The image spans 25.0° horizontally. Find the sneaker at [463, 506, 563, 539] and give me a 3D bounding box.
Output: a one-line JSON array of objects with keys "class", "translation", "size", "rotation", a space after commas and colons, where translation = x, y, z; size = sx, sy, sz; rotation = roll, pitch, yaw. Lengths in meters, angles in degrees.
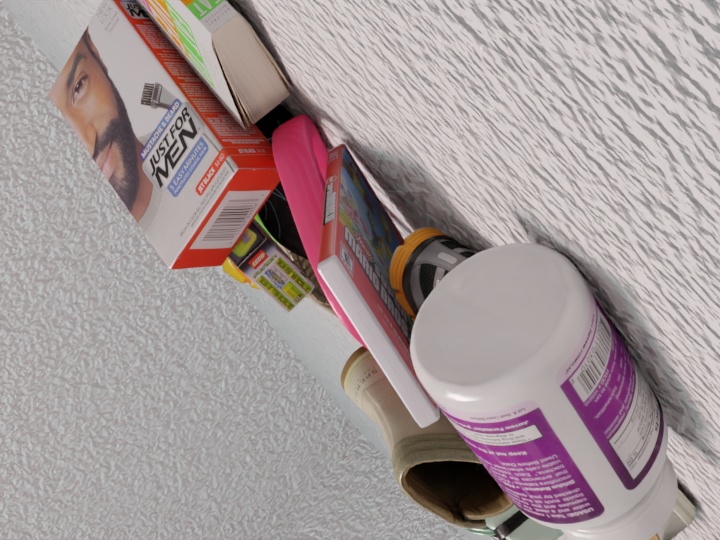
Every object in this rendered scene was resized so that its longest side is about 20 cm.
[{"class": "sneaker", "translation": [0.115, 0.168, 1.460], "size": [0.200, 0.118, 0.074], "rotation": [45, 175, 29]}]

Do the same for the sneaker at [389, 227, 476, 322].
[{"class": "sneaker", "translation": [0.097, 0.058, 1.137], "size": [0.200, 0.078, 0.077], "rotation": [49, 163, -27]}]

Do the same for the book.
[{"class": "book", "translation": [-0.142, -0.214, 1.214], "size": [0.200, 0.048, 0.134], "rotation": [48, 173, 25]}]

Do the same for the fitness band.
[{"class": "fitness band", "translation": [-0.011, -0.027, 1.240], "size": [0.144, 0.037, 0.202], "rotation": [42, -156, -62]}]

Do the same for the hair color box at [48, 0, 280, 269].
[{"class": "hair color box", "translation": [-0.156, -0.111, 1.288], "size": [0.064, 0.111, 0.201], "rotation": [-3, -132, -50]}]

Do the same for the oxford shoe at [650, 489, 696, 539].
[{"class": "oxford shoe", "translation": [0.210, 0.189, 1.249], "size": [0.075, 0.058, 0.200], "rotation": [43, 175, 8]}]

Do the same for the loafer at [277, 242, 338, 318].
[{"class": "loafer", "translation": [-0.027, 0.006, 1.598], "size": [0.068, 0.076, 0.200], "rotation": [29, 162, 50]}]

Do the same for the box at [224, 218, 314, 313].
[{"class": "box", "translation": [-0.126, -0.057, 1.380], "size": [0.200, 0.035, 0.110], "rotation": [47, 180, 30]}]

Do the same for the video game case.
[{"class": "video game case", "translation": [0.015, 0.006, 1.172], "size": [0.144, 0.017, 0.201], "rotation": [57, -165, -22]}]

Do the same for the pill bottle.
[{"class": "pill bottle", "translation": [0.119, 0.085, 0.977], "size": [0.112, 0.112, 0.200], "rotation": [39, 169, 49]}]

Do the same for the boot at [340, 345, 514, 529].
[{"class": "boot", "translation": [0.091, 0.134, 1.237], "size": [0.198, 0.073, 0.155], "rotation": [17, -158, -27]}]

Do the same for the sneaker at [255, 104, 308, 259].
[{"class": "sneaker", "translation": [-0.065, -0.080, 1.346], "size": [0.200, 0.075, 0.079], "rotation": [48, 171, -11]}]

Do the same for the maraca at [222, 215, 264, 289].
[{"class": "maraca", "translation": [-0.122, -0.054, 1.715], "size": [0.200, 0.107, 0.138], "rotation": [43, 165, 34]}]
